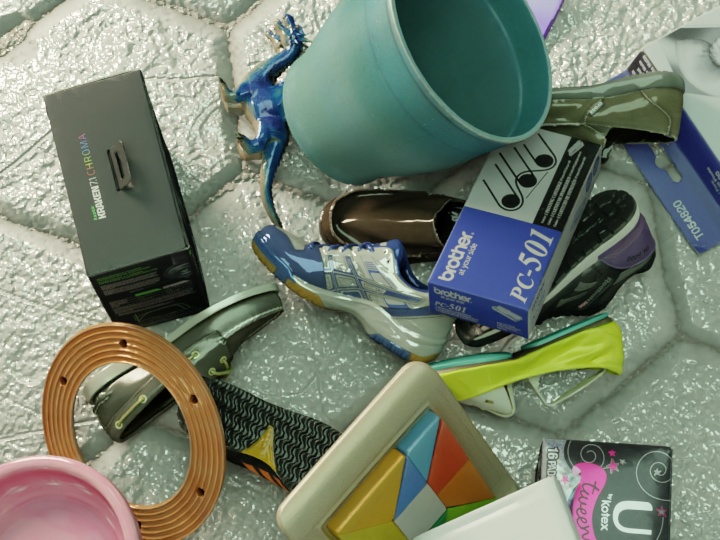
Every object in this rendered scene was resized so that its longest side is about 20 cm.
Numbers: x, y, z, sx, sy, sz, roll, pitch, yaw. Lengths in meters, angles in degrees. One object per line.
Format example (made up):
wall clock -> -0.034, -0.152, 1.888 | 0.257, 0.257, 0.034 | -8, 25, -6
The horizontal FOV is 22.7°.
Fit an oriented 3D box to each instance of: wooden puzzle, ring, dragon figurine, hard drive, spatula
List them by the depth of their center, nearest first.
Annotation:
hard drive -> 0.133, 0.283, 1.435 | 0.131, 0.026, 0.201 | -26, 64, 15
wooden puzzle -> 0.041, 0.202, 1.519 | 0.185, 0.200, 0.037 | -47, 40, -12
ring -> -0.196, 0.142, 1.560 | 0.199, 0.019, 0.202 | 9, 108, 29
dragon figurine -> -0.073, -0.146, 1.685 | 0.099, 0.059, 0.201 | -17, 72, -4
spatula -> 0.135, -0.197, 1.716 | 0.056, 0.021, 0.201 | 25, 75, 7

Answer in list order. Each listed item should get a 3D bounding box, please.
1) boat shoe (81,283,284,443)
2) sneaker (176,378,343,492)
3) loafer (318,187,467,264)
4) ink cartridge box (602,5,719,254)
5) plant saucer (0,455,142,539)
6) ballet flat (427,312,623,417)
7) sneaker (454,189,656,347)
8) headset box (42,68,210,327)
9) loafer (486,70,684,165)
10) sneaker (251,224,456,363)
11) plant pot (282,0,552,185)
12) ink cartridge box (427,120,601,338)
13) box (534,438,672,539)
boat shoe -> -0.151, 0.082, 1.610 | 0.201, 0.072, 0.060 | -31, 74, -2
sneaker -> -0.063, 0.157, 1.573 | 0.199, 0.090, 0.070 | 27, 84, 11
loafer -> 0.061, -0.046, 1.644 | 0.199, 0.071, 0.073 | 3, 73, 2
ink cartridge box -> 0.350, -0.145, 1.686 | 0.199, 0.041, 0.200 | -30, 74, -8
plant saucer -> -0.269, 0.258, 1.499 | 0.199, 0.051, 0.202 | -6, 69, 15
ballet flat -> 0.144, 0.095, 1.606 | 0.199, 0.067, 0.067 | -16, 90, -5
sneaker -> 0.182, 0.021, 1.615 | 0.200, 0.088, 0.076 | -35, 36, 1
headset box -> -0.206, -0.060, 1.587 | 0.092, 0.200, 0.175 | -15, 72, -3
loafer -> 0.205, -0.132, 1.657 | 0.199, 0.075, 0.070 | -12, 77, 13
sneaker -> 0.000, 0.000, 1.617 | 0.199, 0.075, 0.088 | 30, 103, 4
plant pot -> 0.036, -0.172, 1.605 | 0.199, 0.188, 0.201 | 23, 55, -37
ink cartridge box -> 0.137, -0.039, 1.574 | 0.094, 0.044, 0.201 | 15, 55, 16
box -> 0.203, 0.255, 1.515 | 0.114, 0.132, 0.201 | 3, 73, 4
